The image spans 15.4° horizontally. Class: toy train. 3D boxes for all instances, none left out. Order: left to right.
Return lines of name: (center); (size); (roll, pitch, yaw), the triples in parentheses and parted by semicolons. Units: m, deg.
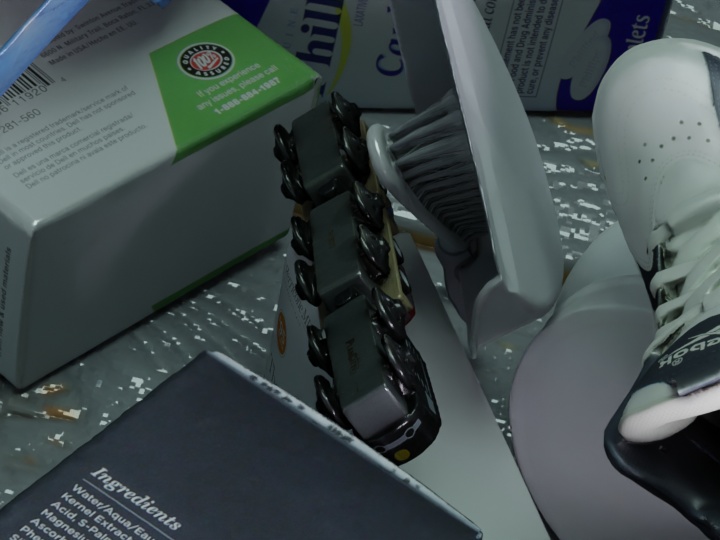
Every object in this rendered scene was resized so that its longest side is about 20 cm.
toy train: (0.000, 0.000, 0.847); (0.034, 0.046, 0.200); (-30, 29, 10)

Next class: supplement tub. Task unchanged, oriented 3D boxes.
supplement tub: (0.157, 0.021, 0.939); (0.144, 0.145, 0.200); (33, 44, 20)

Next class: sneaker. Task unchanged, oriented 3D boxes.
sneaker: (0.108, 0.011, 0.760); (0.129, 0.079, 0.200); (14, 52, -61)

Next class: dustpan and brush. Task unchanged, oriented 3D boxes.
dustpan and brush: (0.036, -0.019, 0.901); (0.057, 0.200, 0.140); (-19, 66, 14)

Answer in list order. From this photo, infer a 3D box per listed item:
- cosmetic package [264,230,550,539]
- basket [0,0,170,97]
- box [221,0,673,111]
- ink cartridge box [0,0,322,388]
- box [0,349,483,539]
cosmetic package: (0.018, 0.085, 0.876); (0.050, 0.083, 0.200); (-4, 43, -20)
basket: (-0.130, -0.162, 0.945); (0.200, 0.139, 0.176); (-46, 61, 1)
box: (0.015, -0.166, 1.138); (0.199, 0.105, 0.184); (-1, 42, -16)
ink cartridge box: (-0.138, -0.070, 1.001); (0.200, 0.085, 0.146); (38, 48, 26)
box: (-0.072, 0.142, 0.735); (0.104, 0.149, 0.200); (32, 44, 20)
